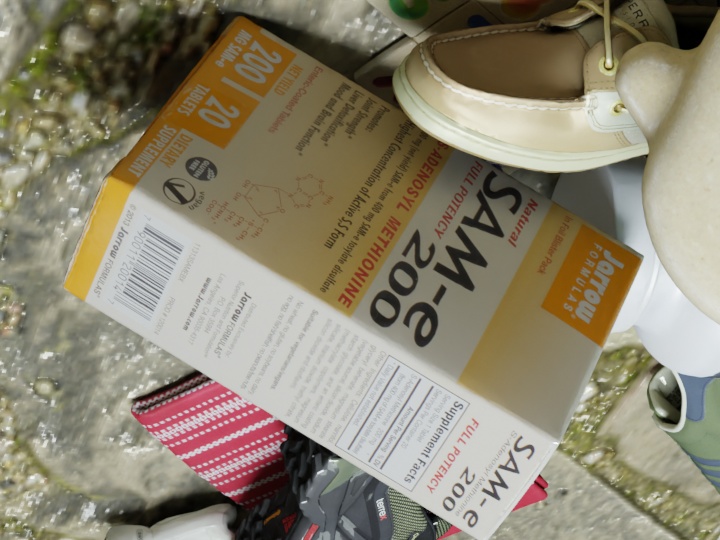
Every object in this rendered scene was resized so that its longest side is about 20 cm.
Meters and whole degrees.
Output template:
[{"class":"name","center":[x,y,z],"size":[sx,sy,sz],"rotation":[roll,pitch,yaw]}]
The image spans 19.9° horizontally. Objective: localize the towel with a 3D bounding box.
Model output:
[{"class":"towel","center":[-0.006,0.095,1.084],"size":[0.144,0.023,0.200],"rotation":[-25,136,22]}]

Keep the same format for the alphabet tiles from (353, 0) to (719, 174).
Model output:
[{"class":"alphabet tiles","center":[0.104,-0.108,0.871],"size":[0.200,0.006,0.166],"rotation":[-32,135,25]}]

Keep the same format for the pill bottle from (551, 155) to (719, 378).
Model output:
[{"class":"pill bottle","center":[0.190,-0.004,0.929],"size":[0.199,0.112,0.112],"rotation":[6,139,-17]}]

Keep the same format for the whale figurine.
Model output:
[{"class":"whale figurine","center":[0.179,-0.072,0.782],"size":[0.158,0.201,0.104],"rotation":[4,-170,23]}]

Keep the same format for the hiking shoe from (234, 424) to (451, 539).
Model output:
[{"class":"hiking shoe","center":[-0.003,0.140,1.052],"size":[0.100,0.076,0.200],"rotation":[8,129,-20]}]

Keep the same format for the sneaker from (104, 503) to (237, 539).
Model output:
[{"class":"sneaker","center":[-0.067,0.198,1.163],"size":[0.081,0.075,0.200],"rotation":[-26,138,7]}]

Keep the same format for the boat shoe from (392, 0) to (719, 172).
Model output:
[{"class":"boat shoe","center":[0.110,-0.086,0.845],"size":[0.199,0.074,0.067],"rotation":[-2,136,-25]}]

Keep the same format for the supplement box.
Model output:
[{"class":"supplement box","center":[0.000,0.000,0.827],"size":[0.200,0.126,0.074],"rotation":[30,133,1]}]

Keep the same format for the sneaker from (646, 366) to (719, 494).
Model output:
[{"class":"sneaker","center":[0.194,0.074,1.069],"size":[0.090,0.067,0.200],"rotation":[26,164,15]}]
